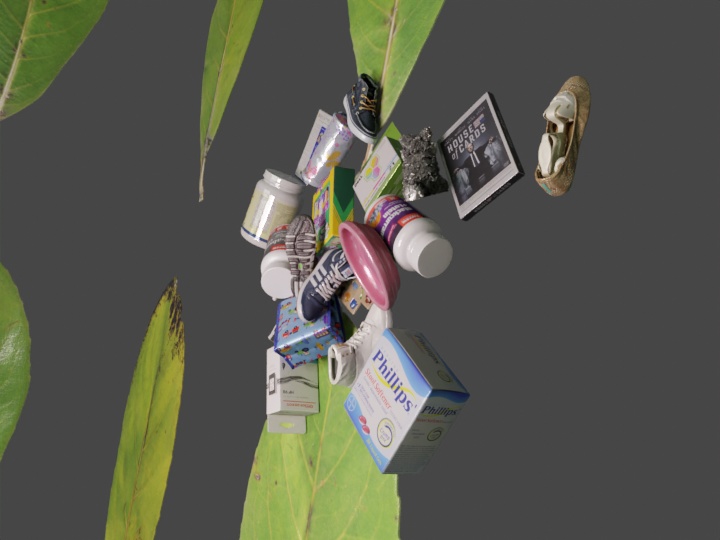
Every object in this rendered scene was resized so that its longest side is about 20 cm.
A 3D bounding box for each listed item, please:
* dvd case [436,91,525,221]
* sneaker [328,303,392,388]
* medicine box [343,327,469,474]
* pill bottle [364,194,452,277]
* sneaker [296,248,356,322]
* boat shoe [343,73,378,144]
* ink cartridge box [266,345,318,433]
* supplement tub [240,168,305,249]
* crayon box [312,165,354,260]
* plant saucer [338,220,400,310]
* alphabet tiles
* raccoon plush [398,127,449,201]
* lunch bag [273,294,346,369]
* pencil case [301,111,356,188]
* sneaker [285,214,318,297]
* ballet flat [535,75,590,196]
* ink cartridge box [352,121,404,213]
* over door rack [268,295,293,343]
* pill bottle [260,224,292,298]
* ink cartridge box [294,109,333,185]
[{"bbox_3d":[0.223,-0.218,1.114,0.150,0.024,0.202,-41,49,40],"label":"dvd case"},{"bbox_3d":[-0.004,0.154,1.242,0.073,0.114,0.203,13,88,57],"label":"sneaker"},{"bbox_3d":[0.081,0.244,1.103,0.202,0.102,0.182,-64,37,20],"label":"medicine box"},{"bbox_3d":[0.097,-0.068,1.170,0.200,0.110,0.113,45,116,50],"label":"pill bottle"},{"bbox_3d":[-0.065,0.028,1.319,0.108,0.070,0.201,-6,47,45],"label":"sneaker"},{"bbox_3d":[0.011,-0.401,1.429,0.091,0.070,0.202,-54,38,35],"label":"boat shoe"},{"bbox_3d":[-0.165,0.290,1.427,0.066,0.115,0.203,-28,58,46],"label":"ink cartridge box"},{"bbox_3d":[-0.245,-0.172,1.661,0.145,0.144,0.202,41,112,52],"label":"supplement tub"},{"bbox_3d":[-0.070,-0.134,1.432,0.200,0.057,0.175,144,129,-67],"label":"crayon box"},{"bbox_3d":[0.023,-0.016,1.200,0.202,0.050,0.201,58,167,21],"label":"plant saucer"},{"bbox_3d":[0.000,0.000,1.348,0.168,0.008,0.200,-56,39,9],"label":"alphabet tiles"},{"bbox_3d":[0.118,-0.211,1.133,0.200,0.095,0.136,-68,-34,-82],"label":"raccoon plush"},{"bbox_3d":[-0.126,0.111,1.406,0.149,0.094,0.202,-23,44,13],"label":"lunch bag"},{"bbox_3d":[-0.078,-0.310,1.521,0.201,0.082,0.091,-55,32,29],"label":"pencil case"},{"bbox_3d":[-0.133,-0.042,1.406,0.116,0.074,0.203,-60,-25,-73],"label":"sneaker"},{"bbox_3d":[0.323,-0.224,0.938,0.070,0.065,0.203,1,80,55],"label":"ballet flat"},{"bbox_3d":[0.045,-0.237,1.327,0.148,0.075,0.201,-54,42,30],"label":"ink cartridge box"},{"bbox_3d":[-0.190,0.130,1.555,0.147,0.066,0.202,36,109,54],"label":"over door rack"},{"bbox_3d":[-0.197,-0.025,1.518,0.116,0.115,0.201,-55,19,29],"label":"pill bottle"},{"bbox_3d":[-0.121,-0.342,1.633,0.095,0.037,0.202,43,113,50],"label":"ink cartridge box"}]
